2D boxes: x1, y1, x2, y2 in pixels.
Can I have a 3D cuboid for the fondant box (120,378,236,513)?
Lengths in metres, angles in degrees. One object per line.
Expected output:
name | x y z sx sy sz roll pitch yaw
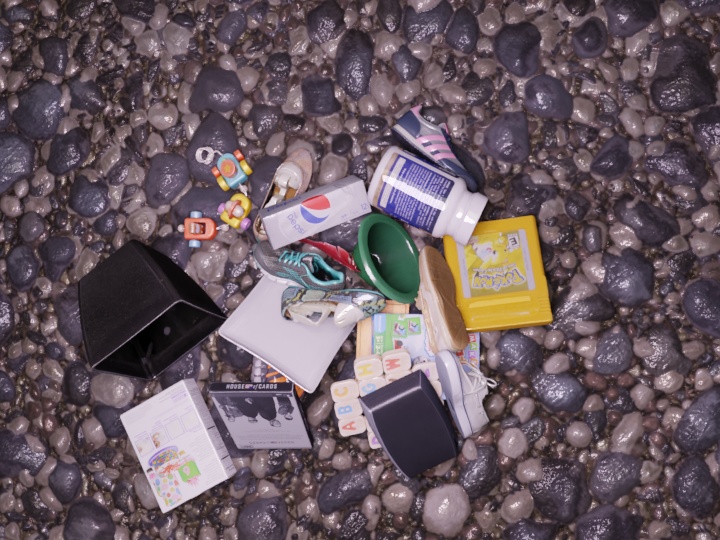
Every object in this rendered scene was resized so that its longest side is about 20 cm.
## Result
fondant box | -0.345 0.329 1.293 0.143 0.058 0.202 -28 82 4

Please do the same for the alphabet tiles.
alphabet tiles | 0.050 0.227 1.193 0.192 0.015 0.203 -11 121 -1

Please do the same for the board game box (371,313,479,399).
board game box | 0.117 0.155 1.234 0.196 0.037 0.154 1 85 -10

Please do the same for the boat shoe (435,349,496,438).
boat shoe | 0.189 0.200 1.166 0.085 0.075 0.204 -25 124 -6

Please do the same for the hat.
hat | 0.000 0.000 1.280 0.175 0.164 0.203 -31 66 38

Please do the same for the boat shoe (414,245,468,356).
boat shoe | 0.128 0.055 1.197 0.069 0.073 0.203 -34 54 37

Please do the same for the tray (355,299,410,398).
tray | 0.041 0.157 1.268 0.097 0.037 0.204 1 86 8

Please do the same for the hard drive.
hard drive | 0.090 0.277 1.194 0.133 0.043 0.202 -25 120 4

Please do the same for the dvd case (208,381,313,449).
dvd case | -0.173 0.262 1.219 0.147 0.202 0.025 -1 49 7

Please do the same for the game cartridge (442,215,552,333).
game cartridge | 0.244 0.007 1.231 0.173 0.033 0.204 -7 67 7

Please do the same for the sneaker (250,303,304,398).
sneaker | -0.144 0.166 1.279 0.110 0.078 0.204 10 71 -14

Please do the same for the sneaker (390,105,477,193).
sneaker | 0.153 -0.228 1.270 0.199 0.070 0.082 41 85 4

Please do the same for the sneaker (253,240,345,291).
sneaker | -0.106 -0.008 1.259 0.198 0.092 0.078 29 54 4

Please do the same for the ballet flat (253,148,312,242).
ballet flat | -0.148 -0.144 1.301 0.067 0.067 0.203 22 88 10

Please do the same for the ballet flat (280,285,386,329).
ballet flat | -0.052 0.071 1.203 0.196 0.074 0.076 1 85 22

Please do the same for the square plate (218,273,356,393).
square plate | -0.128 0.104 1.241 0.196 0.029 0.201 32 47 3

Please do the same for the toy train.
toy train | -0.284 -0.145 1.325 0.147 0.056 0.204 5 86 7

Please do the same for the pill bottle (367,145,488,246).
pill bottle | 0.121 -0.130 1.219 0.198 0.116 0.117 27 89 8

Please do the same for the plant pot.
plant pot | -0.402 0.065 1.262 0.198 0.200 0.178 -37 71 3

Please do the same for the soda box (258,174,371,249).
soda box | -0.084 -0.110 1.257 0.197 0.068 0.064 -22 112 -9
